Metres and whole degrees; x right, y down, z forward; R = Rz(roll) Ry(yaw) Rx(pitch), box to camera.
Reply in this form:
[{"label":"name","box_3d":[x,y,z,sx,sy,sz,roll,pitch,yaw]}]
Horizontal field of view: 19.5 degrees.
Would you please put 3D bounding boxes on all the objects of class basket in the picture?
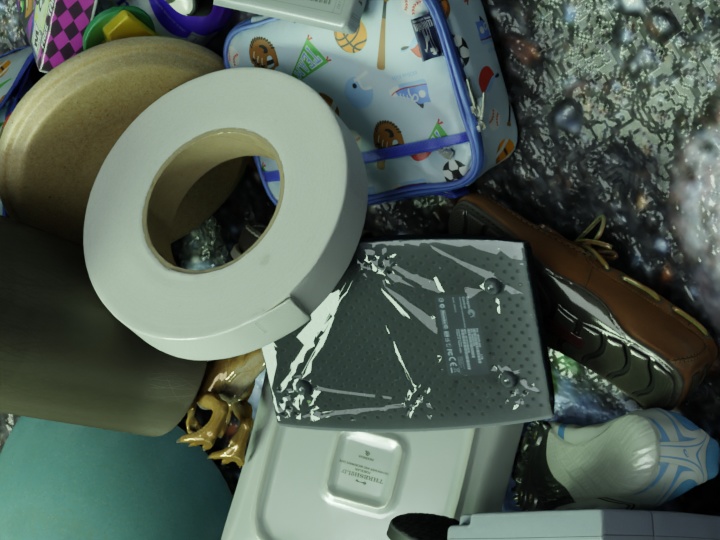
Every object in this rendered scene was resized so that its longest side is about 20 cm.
[{"label":"basket","box_3d":[-0.216,0.041,1.462,0.180,0.199,0.137,42,111,56]}]

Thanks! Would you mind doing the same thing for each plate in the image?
[{"label":"plate","box_3d":[0.006,0.140,1.480,0.198,0.032,0.202,13,84,19]}]

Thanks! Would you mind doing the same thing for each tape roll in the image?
[{"label":"tape roll","box_3d":[-0.090,-0.039,1.392,0.201,0.037,0.204,-11,61,21]}]

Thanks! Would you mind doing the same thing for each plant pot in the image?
[{"label":"plant pot","box_3d":[-0.212,0.213,1.621,0.199,0.135,0.201,13,130,16]}]

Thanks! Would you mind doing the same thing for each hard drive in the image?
[{"label":"hard drive","box_3d":[0.029,0.039,1.389,0.199,0.042,0.136,-4,109,23]}]

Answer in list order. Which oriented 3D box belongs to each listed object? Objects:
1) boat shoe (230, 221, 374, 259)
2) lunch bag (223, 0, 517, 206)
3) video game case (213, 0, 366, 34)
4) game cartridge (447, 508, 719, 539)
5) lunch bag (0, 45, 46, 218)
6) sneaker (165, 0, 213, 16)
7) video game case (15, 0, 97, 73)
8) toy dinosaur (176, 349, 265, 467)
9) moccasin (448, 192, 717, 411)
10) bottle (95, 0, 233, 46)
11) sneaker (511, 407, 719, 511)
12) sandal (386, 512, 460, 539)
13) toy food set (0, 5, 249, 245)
[{"label":"boat shoe","box_3d":[0.000,0.000,1.488,0.199,0.072,0.060,23,109,24]},{"label":"lunch bag","box_3d":[0.009,-0.118,1.441,0.199,0.075,0.161,-8,103,36]},{"label":"video game case","box_3d":[-0.064,-0.265,1.419,0.199,0.022,0.183,15,86,27]},{"label":"game cartridge","box_3d":[0.163,0.176,1.359,0.132,0.199,0.042,-2,81,36]},{"label":"lunch bag","box_3d":[-0.290,-0.068,1.622,0.169,0.123,0.202,-13,69,38]},{"label":"sneaker","box_3d":[-0.058,-0.242,1.369,0.199,0.076,0.088,-34,83,18]},{"label":"video game case","box_3d":[-0.210,-0.268,1.497,0.182,0.036,0.201,-117,38,-54]},{"label":"toy dinosaur","box_3d":[-0.091,0.077,1.491,0.200,0.060,0.107,-28,49,55]},{"label":"moccasin","box_3d":[0.147,0.011,1.396,0.201,0.078,0.074,30,135,18]},{"label":"bottle","box_3d":[-0.133,-0.198,1.509,0.084,0.065,0.200,50,122,3]},{"label":"sneaker","box_3d":[0.164,0.133,1.403,0.200,0.072,0.072,-16,61,62]},{"label":"sandal","box_3d":[0.100,0.213,1.422,0.045,0.199,0.075,-62,31,10]},{"label":"toy food set","box_3d":[-0.164,-0.089,1.500,0.198,0.200,0.049,-40,45,10]}]
